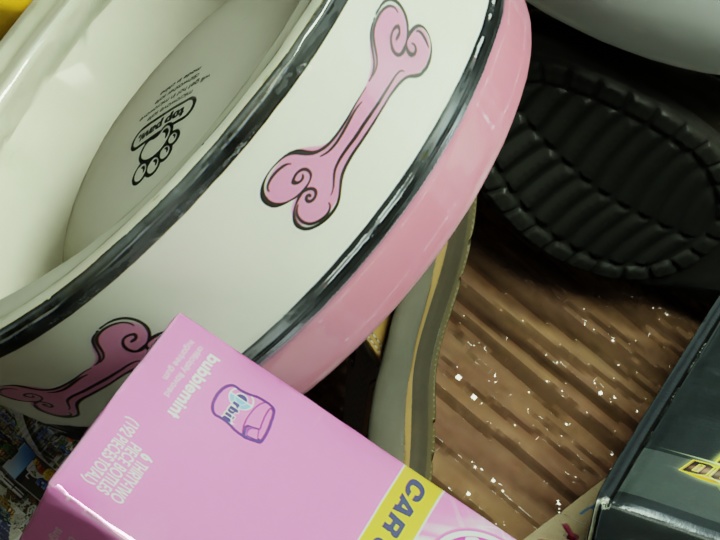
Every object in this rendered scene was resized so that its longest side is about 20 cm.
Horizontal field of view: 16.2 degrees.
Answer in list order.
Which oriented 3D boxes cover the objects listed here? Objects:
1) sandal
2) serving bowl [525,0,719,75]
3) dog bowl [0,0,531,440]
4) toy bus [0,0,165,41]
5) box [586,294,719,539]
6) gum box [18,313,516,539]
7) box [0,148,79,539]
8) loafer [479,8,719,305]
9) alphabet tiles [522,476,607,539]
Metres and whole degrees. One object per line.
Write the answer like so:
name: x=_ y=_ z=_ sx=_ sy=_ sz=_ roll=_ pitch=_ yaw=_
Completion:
sandal: x=0.000 y=0.000 z=0.753 sx=0.054 sy=0.082 sz=0.201 roll=9 pitch=93 yaw=-6
serving bowl: x=0.086 y=-0.121 z=0.802 sx=0.199 sy=0.066 sz=0.200 roll=19 pitch=32 yaw=-13
dog bowl: x=-0.038 y=-0.037 z=0.673 sx=0.074 sy=0.200 sz=0.201 roll=41 pitch=54 yaw=-25
toy bus: x=-0.072 y=-0.098 z=0.802 sx=0.199 sy=0.065 sz=0.079 roll=9 pitch=64 yaw=-19
box: x=0.180 y=0.081 z=0.749 sx=0.199 sy=0.046 sz=0.159 roll=18 pitch=29 yaw=16
gum box: x=-0.045 y=0.118 z=0.630 sx=0.113 sy=0.200 sz=0.066 roll=34 pitch=46 yaw=1
box: x=-0.153 y=0.010 z=0.730 sx=0.200 sy=0.038 sz=0.137 roll=41 pitch=57 yaw=1
loafer: x=0.110 y=-0.034 z=0.843 sx=0.200 sy=0.073 sz=0.072 roll=27 pitch=40 yaw=-28
alphabet tiles: x=0.146 y=0.097 z=0.766 sx=0.167 sy=0.008 sz=0.200 roll=24 pitch=30 yaw=26
